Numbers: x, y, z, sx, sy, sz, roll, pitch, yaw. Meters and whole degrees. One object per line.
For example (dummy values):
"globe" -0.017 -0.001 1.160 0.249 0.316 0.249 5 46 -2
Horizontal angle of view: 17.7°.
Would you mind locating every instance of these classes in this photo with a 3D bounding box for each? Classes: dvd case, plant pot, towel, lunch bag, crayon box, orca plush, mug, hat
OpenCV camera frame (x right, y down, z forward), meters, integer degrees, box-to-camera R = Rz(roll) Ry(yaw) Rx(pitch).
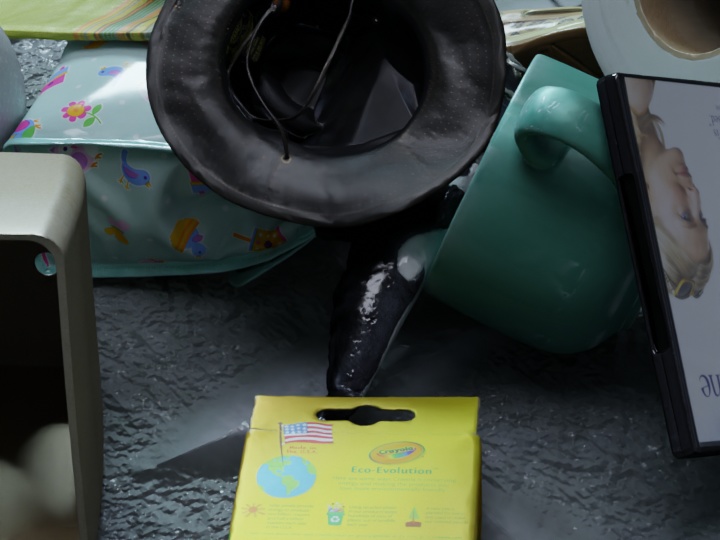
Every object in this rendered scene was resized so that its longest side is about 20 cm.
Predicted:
"dvd case" 0.190 -0.003 1.214 0.018 0.201 0.142 -19 -13 41
"plant pot" -0.226 0.032 1.226 0.199 0.201 0.177 2 26 8
"towel" -0.179 -0.165 1.452 0.199 0.018 0.086 4 26 28
"lunch bag" -0.093 -0.079 1.412 0.199 0.122 0.171 -1 35 13
"crayon box" -0.002 0.143 1.163 0.126 0.051 0.200 1 37 5
"orca plush" 0.000 0.000 1.310 0.071 0.105 0.201 26 70 3
"mug" 0.116 -0.028 1.284 0.114 0.153 0.185 26 13 3
"hat" -0.016 -0.104 1.301 0.200 0.081 0.202 -1 74 5

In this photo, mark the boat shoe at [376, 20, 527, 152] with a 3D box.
"boat shoe" 0.067 -0.110 1.408 0.199 0.062 0.075 25 -4 -24

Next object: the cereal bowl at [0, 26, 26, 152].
"cereal bowl" -0.273 -0.072 1.349 0.200 0.201 0.083 -30 47 -31

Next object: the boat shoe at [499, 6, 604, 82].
"boat shoe" 0.087 -0.131 1.495 0.199 0.074 0.063 -3 28 22

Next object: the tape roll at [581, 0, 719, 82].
"tape roll" 0.246 -0.178 1.369 0.139 0.203 0.203 -5 31 -38
